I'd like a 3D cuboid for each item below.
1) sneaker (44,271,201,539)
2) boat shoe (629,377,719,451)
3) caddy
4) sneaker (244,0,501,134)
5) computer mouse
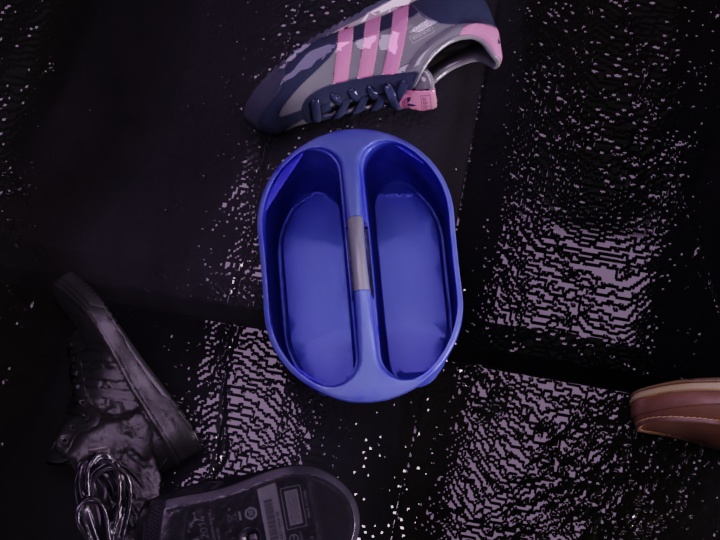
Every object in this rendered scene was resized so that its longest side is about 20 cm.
[{"bbox_3d":[-0.192,0.105,1.415,0.104,0.060,0.200,-36,80,-11],"label":"sneaker"},{"bbox_3d":[0.289,0.116,1.380,0.200,0.072,0.068,6,74,2],"label":"boat shoe"},{"bbox_3d":[0.000,0.000,1.407,0.141,0.105,0.200,-6,75,1],"label":"caddy"},{"bbox_3d":[0.012,-0.145,1.455,0.200,0.070,0.082,-32,72,-4],"label":"sneaker"},{"bbox_3d":[-0.101,0.183,1.379,0.200,0.053,0.139,-6,90,-14],"label":"computer mouse"}]
